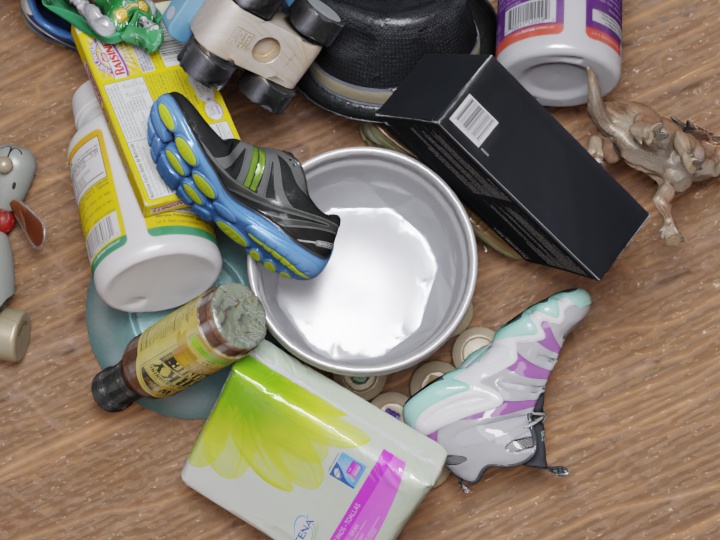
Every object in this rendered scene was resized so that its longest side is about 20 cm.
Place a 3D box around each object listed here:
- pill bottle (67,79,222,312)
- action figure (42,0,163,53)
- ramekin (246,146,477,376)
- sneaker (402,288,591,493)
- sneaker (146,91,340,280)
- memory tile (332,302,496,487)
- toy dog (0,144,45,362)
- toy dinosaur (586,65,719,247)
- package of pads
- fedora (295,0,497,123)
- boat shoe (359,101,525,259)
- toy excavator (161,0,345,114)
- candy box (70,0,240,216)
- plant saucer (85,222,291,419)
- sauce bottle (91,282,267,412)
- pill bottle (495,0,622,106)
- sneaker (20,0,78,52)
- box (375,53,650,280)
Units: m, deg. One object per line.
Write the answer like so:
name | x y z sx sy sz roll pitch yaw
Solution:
pill bottle | -0.197 -0.074 1.464 0.113 0.113 0.200 -18 63 0
action figure | -0.239 -0.254 1.442 0.200 0.055 0.118 42 52 20
ramekin | 0.000 0.000 1.459 0.200 0.105 0.201 1 78 -3
sneaker | 0.151 0.119 1.469 0.200 0.078 0.140 -38 87 8
sneaker | -0.096 -0.076 1.367 0.200 0.071 0.083 42 62 -20
memory tile | 0.049 0.120 1.512 0.200 0.017 0.153 -36 86 -2
toy dog | -0.343 -0.014 1.490 0.132 0.096 0.200 -10 85 0
toy dinosaur | 0.256 -0.115 1.466 0.200 0.136 0.086 35 120 -15
package of pads | -0.045 0.172 1.452 0.200 0.068 0.155 32 126 3
fedora | 0.026 -0.225 1.471 0.200 0.092 0.201 -1 59 2
boat shoe | 0.084 -0.084 1.512 0.200 0.063 0.073 45 64 1
toy excavator | -0.136 -0.247 1.421 0.194 0.200 0.100 21 115 -37
candy box | -0.171 -0.144 1.430 0.102 0.026 0.200 -15 65 -19
plant saucer | -0.155 0.035 1.511 0.201 0.039 0.201 0 86 2
sauce bottle | -0.162 0.073 1.431 0.200 0.065 0.065 -31 84 43
pill bottle | 0.179 -0.258 1.479 0.111 0.111 0.200 4 69 1
sneaker | -0.221 -0.219 1.511 0.200 0.082 0.074 17 84 1
box | 0.126 -0.089 1.392 0.200 0.141 0.079 42 80 -20
